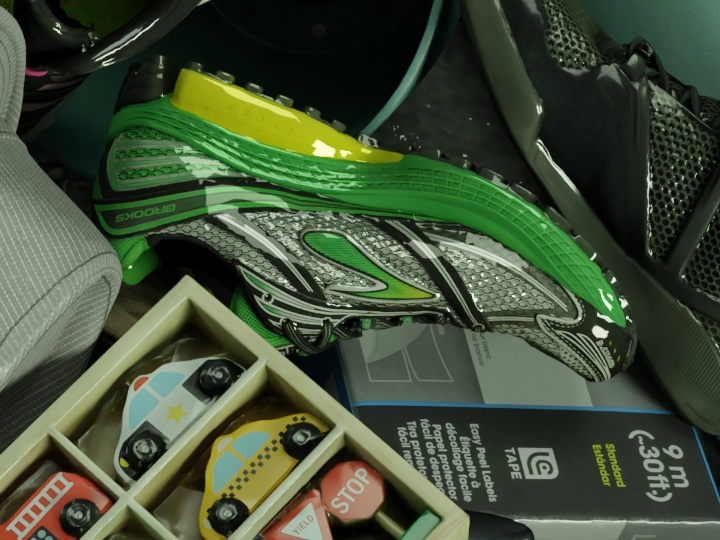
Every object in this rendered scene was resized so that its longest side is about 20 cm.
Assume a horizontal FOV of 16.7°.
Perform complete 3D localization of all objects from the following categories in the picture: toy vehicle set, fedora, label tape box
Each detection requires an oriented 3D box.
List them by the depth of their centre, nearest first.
[{"bbox_3d":[-0.077,0.111,0.750,0.124,0.027,0.200,38,70,18],"label":"toy vehicle set"},{"bbox_3d":[-0.142,0.022,0.766,0.090,0.177,0.200,39,83,11],"label":"fedora"},{"bbox_3d":[0.076,0.054,0.913,0.199,0.063,0.145,3,47,-20],"label":"label tape box"}]

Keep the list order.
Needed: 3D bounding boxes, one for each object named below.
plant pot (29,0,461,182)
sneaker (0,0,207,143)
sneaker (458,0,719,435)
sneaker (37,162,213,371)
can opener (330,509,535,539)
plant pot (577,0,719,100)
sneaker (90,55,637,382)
[{"bbox_3d":[-0.041,-0.137,0.964,0.200,0.201,0.161,31,18,9],"label":"plant pot"},{"bbox_3d":[-0.117,-0.093,0.863,0.074,0.199,0.087,60,19,-1],"label":"sneaker"},{"bbox_3d":[0.119,-0.051,0.872,0.200,0.114,0.076,57,20,-2],"label":"sneaker"},{"bbox_3d":[-0.074,0.024,0.876,0.200,0.071,0.075,42,45,19],"label":"sneaker"},{"bbox_3d":[-0.041,0.117,0.805,0.199,0.079,0.063,-3,10,-8],"label":"can opener"},{"bbox_3d":[0.153,-0.107,1.025,0.199,0.201,0.197,1,54,-21],"label":"plant pot"},{"bbox_3d":[0.000,0.000,0.851,0.199,0.078,0.086,19,78,3],"label":"sneaker"}]
